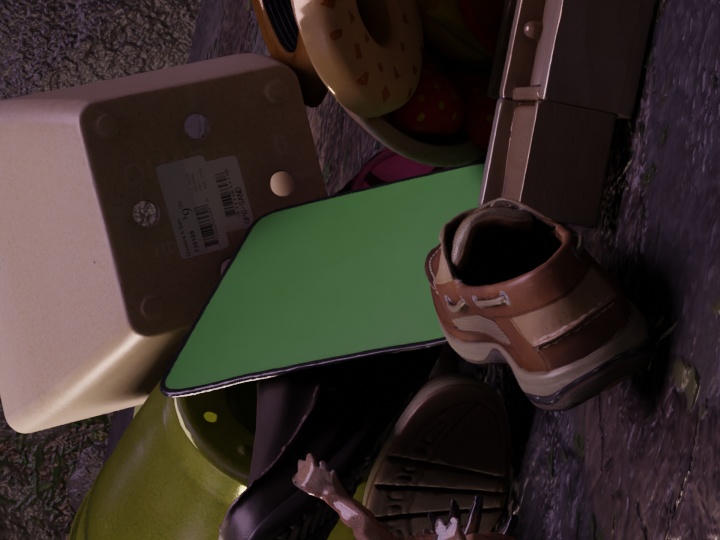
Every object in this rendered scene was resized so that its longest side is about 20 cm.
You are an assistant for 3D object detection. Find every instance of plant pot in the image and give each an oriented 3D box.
[{"bbox_3d":[-0.056,0.120,1.517,0.193,0.200,0.201,107,168,-51],"label":"plant pot"},{"bbox_3d":[-0.112,-0.029,1.585,0.177,0.200,0.200,-19,84,66],"label":"plant pot"}]

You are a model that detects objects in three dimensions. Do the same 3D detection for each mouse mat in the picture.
[{"bbox_3d":[0.000,0.000,1.403,0.008,0.200,0.161,60,-144,-28],"label":"mouse mat"}]

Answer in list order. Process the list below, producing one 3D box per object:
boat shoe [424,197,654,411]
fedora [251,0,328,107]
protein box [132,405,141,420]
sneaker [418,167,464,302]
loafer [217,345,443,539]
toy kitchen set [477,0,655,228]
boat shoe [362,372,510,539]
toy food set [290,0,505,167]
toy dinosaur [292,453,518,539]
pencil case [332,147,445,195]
[{"bbox_3d":[0.072,0.001,1.227,0.074,0.076,0.200,59,171,-17],"label":"boat shoe"},{"bbox_3d":[-0.019,-0.197,1.606,0.201,0.082,0.201,170,90,-78],"label":"fedora"},{"bbox_3d":[-0.098,0.169,1.939,0.199,0.135,0.201,172,107,-81],"label":"protein box"},{"bbox_3d":[0.054,-0.007,1.430,0.200,0.074,0.080,-116,43,-73],"label":"sneaker"},{"bbox_3d":[-0.028,0.084,1.381,0.200,0.071,0.073,-50,-13,-51],"label":"loafer"},{"bbox_3d":[0.038,-0.137,1.333,0.163,0.180,0.201,-156,77,-81],"label":"toy kitchen set"},{"bbox_3d":[0.032,0.126,1.425,0.065,0.072,0.200,-95,12,-54],"label":"boat shoe"},{"bbox_3d":[0.031,-0.153,1.418,0.049,0.200,0.198,-15,59,39],"label":"toy food set"},{"bbox_3d":[0.049,0.148,1.244,0.200,0.135,0.086,12,87,50],"label":"toy dinosaur"},{"bbox_3d":[0.011,-0.013,1.646,0.094,0.091,0.200,-51,1,-17],"label":"pencil case"}]
